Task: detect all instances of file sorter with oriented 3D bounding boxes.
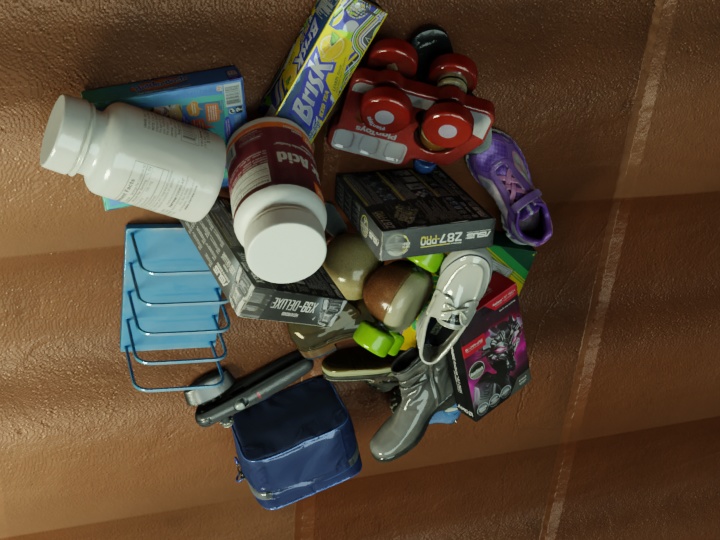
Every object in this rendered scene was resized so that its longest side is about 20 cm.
[{"bbox_3d":[-0.249,0.053,1.456,0.138,0.123,0.201,-2,122,-20],"label":"file sorter"}]

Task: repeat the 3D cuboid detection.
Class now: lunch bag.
[{"bbox_3d":[-0.103,0.277,1.645,0.199,0.136,0.133,-21,126,-6],"label":"lunch bag"}]

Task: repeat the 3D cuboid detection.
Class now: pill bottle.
[{"bbox_3d":[-0.103,-0.087,1.309,0.114,0.201,0.115,-7,135,-7],"label":"pill bottle"},{"bbox_3d":[-0.272,-0.137,1.274,0.199,0.114,0.115,16,114,-28],"label":"pill bottle"}]

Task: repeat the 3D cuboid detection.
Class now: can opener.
[{"bbox_3d":[-0.162,0.177,1.604,0.199,0.063,0.079,-21,126,-7],"label":"can opener"}]

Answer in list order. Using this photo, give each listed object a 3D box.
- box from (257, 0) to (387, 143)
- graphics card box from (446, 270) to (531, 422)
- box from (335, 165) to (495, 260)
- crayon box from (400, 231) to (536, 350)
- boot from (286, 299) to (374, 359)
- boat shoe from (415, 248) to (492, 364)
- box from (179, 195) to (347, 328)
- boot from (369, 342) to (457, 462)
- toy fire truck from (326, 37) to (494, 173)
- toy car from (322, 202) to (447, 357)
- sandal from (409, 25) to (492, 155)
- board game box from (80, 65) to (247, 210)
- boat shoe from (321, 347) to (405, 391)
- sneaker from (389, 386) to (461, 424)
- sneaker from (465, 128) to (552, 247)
[{"bbox_3d":[-0.051,-0.266,1.365,0.070,0.064,0.200,21,112,-30],"label":"box"},{"bbox_3d":[0.190,0.117,1.615,0.125,0.051,0.201,-32,129,-25],"label":"graphics card box"},{"bbox_3d":[0.070,-0.083,1.443,0.160,0.200,0.049,-6,118,-19],"label":"box"},{"bbox_3d":[0.154,0.034,1.638,0.172,0.058,0.201,6,118,-24],"label":"crayon box"},{"bbox_3d":[-0.022,0.049,1.570,0.199,0.075,0.097,-32,130,3],"label":"boot"},{"bbox_3d":[0.124,0.051,1.455,0.072,0.066,0.200,19,132,-13],"label":"boat shoe"},{"bbox_3d":[-0.128,-0.015,1.388,0.157,0.200,0.050,9,124,-44],"label":"box"},{"bbox_3d":[0.071,0.189,1.628,0.200,0.070,0.132,-44,134,-15],"label":"boot"},{"bbox_3d":[0.067,-0.199,1.405,0.199,0.113,0.168,13,146,-8],"label":"toy fire truck"},{"bbox_3d":[0.000,0.000,1.502,0.199,0.158,0.165,32,93,12],"label":"toy car"},{"bbox_3d":[0.119,-0.235,1.449,0.076,0.043,0.201,-25,121,13],"label":"sandal"},{"bbox_3d":[-0.244,-0.169,1.364,0.199,0.045,0.153,-12,125,-15],"label":"board game box"},{"bbox_3d":[0.034,0.158,1.662,0.199,0.073,0.065,-4,117,-19],"label":"boat shoe"},{"bbox_3d":[0.148,0.197,1.741,0.199,0.079,0.089,-25,138,3],"label":"sneaker"},{"bbox_3d":[0.224,-0.114,1.541,0.080,0.089,0.201,-31,112,3],"label":"sneaker"}]
